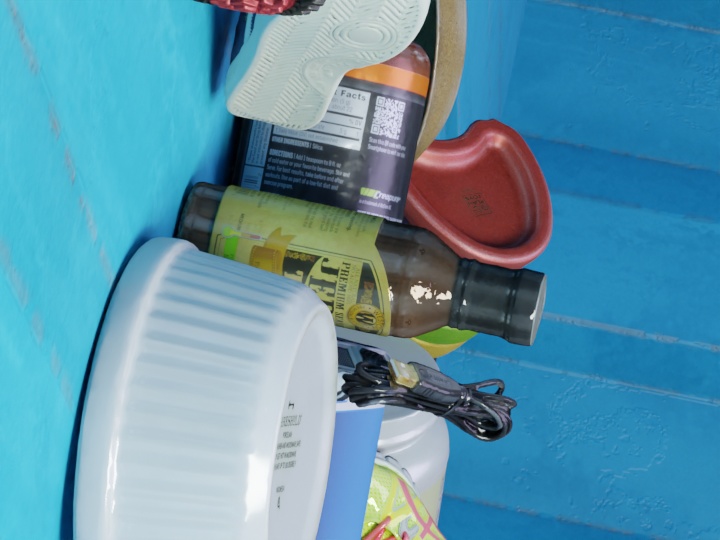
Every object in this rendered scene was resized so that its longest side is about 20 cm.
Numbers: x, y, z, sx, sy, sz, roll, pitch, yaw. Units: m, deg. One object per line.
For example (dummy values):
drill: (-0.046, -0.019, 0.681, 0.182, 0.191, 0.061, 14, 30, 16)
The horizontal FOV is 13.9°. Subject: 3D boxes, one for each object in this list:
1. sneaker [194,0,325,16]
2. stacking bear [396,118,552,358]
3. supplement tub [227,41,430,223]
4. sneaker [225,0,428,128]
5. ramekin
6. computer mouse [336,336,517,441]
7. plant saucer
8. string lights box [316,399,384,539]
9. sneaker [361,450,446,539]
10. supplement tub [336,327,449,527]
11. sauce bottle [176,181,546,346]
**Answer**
sneaker: (-0.048, -0.190, 1.383, 0.200, 0.079, 0.096, 86, 14, -68)
stacking bear: (0.036, 0.008, 1.973, 0.114, 0.121, 0.200, 60, -42, 23)
supplement tub: (-0.019, -0.078, 1.718, 0.107, 0.106, 0.201, 23, 78, -84)
sneaker: (-0.020, -0.147, 1.543, 0.200, 0.075, 0.085, 146, -44, -61)
ramekin: (-0.073, 0.089, 1.488, 0.202, 0.094, 0.204, 8, 90, -80)
computer mouse: (-0.018, 0.058, 1.630, 0.109, 0.199, 0.044, 12, 92, -45)
plant saucer: (0.021, -0.151, 1.818, 0.200, 0.035, 0.202, 178, -90, -66)
string lights box: (-0.053, 0.141, 1.753, 0.059, 0.102, 0.201, -2, 106, -50)
sneaker: (0.028, 0.185, 1.829, 0.078, 0.200, 0.090, -42, -144, 7)
supplement tub: (-0.019, 0.149, 1.935, 0.145, 0.144, 0.201, -69, 168, -59)
sauce bottle: (0.000, 0.000, 1.589, 0.065, 0.199, 0.065, 11, 90, -81)
